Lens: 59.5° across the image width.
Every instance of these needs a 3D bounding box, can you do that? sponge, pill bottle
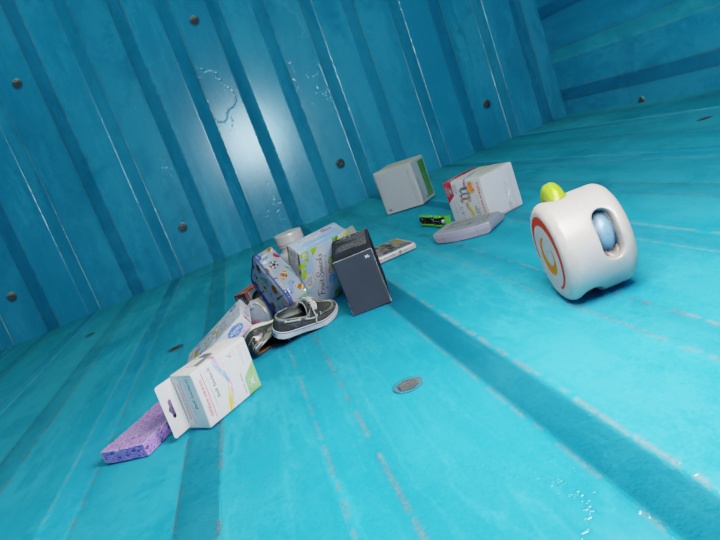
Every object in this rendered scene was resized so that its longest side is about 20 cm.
[{"bbox_3d":[-0.423,0.319,1.289,0.110,0.030,0.200,-17,14,21],"label":"sponge"},{"bbox_3d":[-0.192,-0.024,1.952,0.113,0.203,0.114,-19,12,4],"label":"pill bottle"}]

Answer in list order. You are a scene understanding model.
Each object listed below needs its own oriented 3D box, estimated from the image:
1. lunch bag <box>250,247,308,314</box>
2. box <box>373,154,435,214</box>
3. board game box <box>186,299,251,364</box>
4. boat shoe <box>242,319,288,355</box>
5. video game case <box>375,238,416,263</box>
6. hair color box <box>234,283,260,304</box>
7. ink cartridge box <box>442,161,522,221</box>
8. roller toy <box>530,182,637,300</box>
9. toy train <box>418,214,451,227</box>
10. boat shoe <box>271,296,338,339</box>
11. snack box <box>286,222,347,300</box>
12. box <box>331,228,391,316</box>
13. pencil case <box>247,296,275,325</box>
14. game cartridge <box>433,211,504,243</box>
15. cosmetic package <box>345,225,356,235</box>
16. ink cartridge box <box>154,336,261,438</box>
[{"bbox_3d":[-0.217,0.051,1.674,0.075,0.201,0.161,-26,-24,-30],"label":"lunch bag"},{"bbox_3d":[0.199,-0.389,2.848,0.198,0.202,0.171,-13,15,32],"label":"box"},{"bbox_3d":[-0.355,0.176,1.577,0.200,0.041,0.200,-48,14,-1],"label":"board game box"},{"bbox_3d":[-0.194,0.153,1.570,0.198,0.073,0.068,-22,49,-36],"label":"boat shoe"},{"bbox_3d":[0.071,-0.056,2.069,0.180,0.024,0.200,-24,12,-11],"label":"video game case"},{"bbox_3d":[-0.293,0.079,1.924,0.060,0.103,0.200,-14,15,29],"label":"hair color box"},{"bbox_3d":[0.398,-0.253,2.057,0.143,0.147,0.199,-27,13,-25],"label":"ink cartridge box"},{"bbox_3d":[0.398,-0.051,1.117,0.138,0.202,0.184,-21,42,2],"label":"roller toy"},{"bbox_3d":[0.264,-0.180,2.234,0.056,0.042,0.200,-14,10,-15],"label":"toy train"},{"bbox_3d":[-0.133,0.100,1.543,0.197,0.069,0.073,-17,41,-35],"label":"boat shoe"},{"bbox_3d":[-0.113,-0.007,1.746,0.167,0.203,0.067,-28,42,-31],"label":"snack box"},{"bbox_3d":[0.000,0.000,1.613,0.106,0.150,0.200,-21,17,3],"label":"box"},{"bbox_3d":[-0.243,0.093,1.804,0.082,0.092,0.200,-13,16,33],"label":"pencil case"},{"bbox_3d":[0.326,-0.129,1.915,0.198,0.041,0.133,-11,12,40],"label":"game cartridge"},{"bbox_3d":[-0.027,-0.065,1.975,0.089,0.108,0.200,-27,12,3],"label":"cosmetic package"},{"bbox_3d":[-0.296,0.229,1.243,0.066,0.119,0.200,-9,17,35],"label":"ink cartridge box"}]
